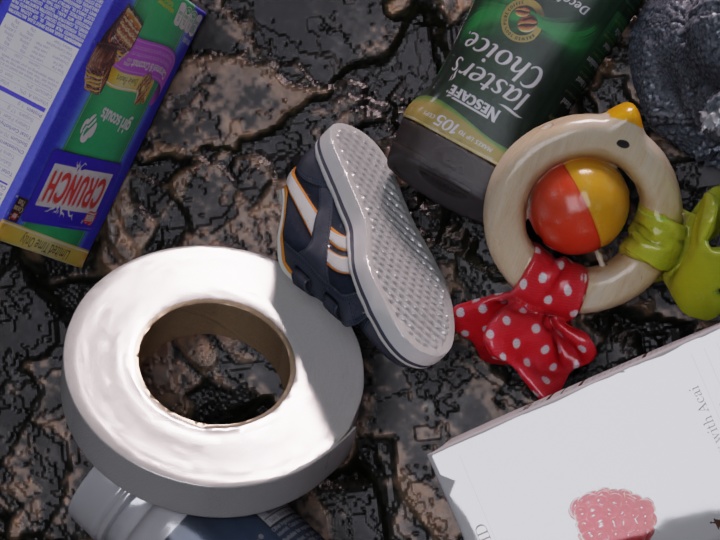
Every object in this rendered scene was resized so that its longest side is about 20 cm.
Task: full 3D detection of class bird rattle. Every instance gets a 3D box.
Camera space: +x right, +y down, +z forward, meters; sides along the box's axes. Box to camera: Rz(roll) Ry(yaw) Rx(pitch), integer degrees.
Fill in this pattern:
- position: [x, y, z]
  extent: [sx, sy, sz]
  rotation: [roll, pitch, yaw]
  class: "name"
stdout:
- position: [0.144, -0.020, 1.655]
  extent: [0.199, 0.113, 0.164]
  rotation: [-21, 105, 11]
  class: "bird rattle"

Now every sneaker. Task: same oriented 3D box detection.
- position: [0.000, 0.000, 1.684]
  extent: [0.079, 0.078, 0.200]
  rotation: [-45, 44, 27]
  class: "sneaker"

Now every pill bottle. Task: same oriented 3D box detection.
- position: [-0.092, 0.195, 1.683]
  extent: [0.200, 0.120, 0.120]
  rotation: [41, 93, 11]
  class: "pill bottle"

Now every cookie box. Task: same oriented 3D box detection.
- position: [-0.198, -0.113, 1.705]
  extent: [0.075, 0.171, 0.201]
  rotation: [27, 91, 14]
  class: "cookie box"

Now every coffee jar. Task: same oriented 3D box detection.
- position: [0.102, -0.131, 1.696]
  extent: [0.104, 0.085, 0.201]
  rotation: [28, 91, 11]
  class: "coffee jar"

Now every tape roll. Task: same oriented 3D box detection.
- position: [-0.096, 0.071, 1.678]
  extent: [0.202, 0.037, 0.203]
  rotation: [6, 49, -7]
  class: "tape roll"

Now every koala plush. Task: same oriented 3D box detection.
- position: [0.253, -0.143, 1.612]
  extent: [0.183, 0.200, 0.178]
  rotation: [10, 87, 11]
  class: "koala plush"

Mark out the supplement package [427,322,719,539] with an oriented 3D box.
- position: [0.159, 0.123, 1.563]
  extent: [0.199, 0.120, 0.122]
  rotation: [-25, 87, 8]
  class: "supplement package"
